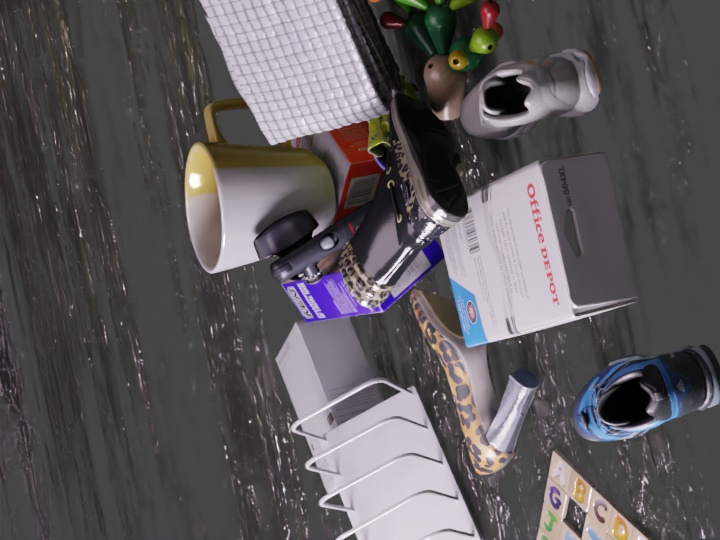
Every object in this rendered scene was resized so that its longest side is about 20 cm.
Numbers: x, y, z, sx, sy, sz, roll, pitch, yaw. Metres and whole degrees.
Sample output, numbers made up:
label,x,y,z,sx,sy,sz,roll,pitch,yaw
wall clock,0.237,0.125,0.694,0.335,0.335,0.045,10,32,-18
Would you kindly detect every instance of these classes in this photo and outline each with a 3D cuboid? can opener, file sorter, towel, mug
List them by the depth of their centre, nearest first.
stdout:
label,x,y,z,sx,sy,sz,roll,pitch,yaw
towel,-0.063,-0.246,1.477,0.164,0.086,0.201,-9,123,29
can opener,-0.020,-0.046,1.561,0.079,0.199,0.063,66,170,-12
file sorter,0.025,0.244,1.596,0.201,0.138,0.124,66,-165,21
mug,-0.113,-0.099,1.624,0.149,0.152,0.189,-144,50,-61

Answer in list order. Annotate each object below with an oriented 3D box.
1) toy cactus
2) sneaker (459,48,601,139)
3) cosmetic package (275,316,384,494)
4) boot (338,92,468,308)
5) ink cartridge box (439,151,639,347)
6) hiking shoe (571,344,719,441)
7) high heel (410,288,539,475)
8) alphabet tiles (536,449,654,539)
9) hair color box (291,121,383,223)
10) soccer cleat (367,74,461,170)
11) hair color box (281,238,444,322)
label,x,y,z,sx,sy,sz,roll,pitch,yaw
toy cactus,0.080,-0.233,1.432,0.199,0.102,0.167,29,135,45
sneaker,0.137,-0.167,1.331,0.200,0.091,0.077,-15,87,62
cosmetic package,-0.030,0.167,1.780,0.201,0.080,0.113,64,151,23
boot,0.031,-0.074,1.421,0.154,0.073,0.205,-51,32,29
ink cartridge box,0.166,-0.017,1.341,0.200,0.084,0.148,-22,79,62
hiking shoe,0.237,0.113,1.254,0.200,0.086,0.075,-40,65,59
high heel,0.102,0.123,1.521,0.200,0.071,0.144,44,131,34
alphabet tiles,0.242,0.303,1.401,0.200,0.007,0.169,43,136,49
hair color box,-0.042,-0.164,1.701,0.201,0.061,0.102,57,146,33
soccer cleat,0.035,-0.158,1.535,0.201,0.083,0.065,56,145,36
hair color box,0.000,0.000,1.620,0.065,0.109,0.200,55,154,-10
